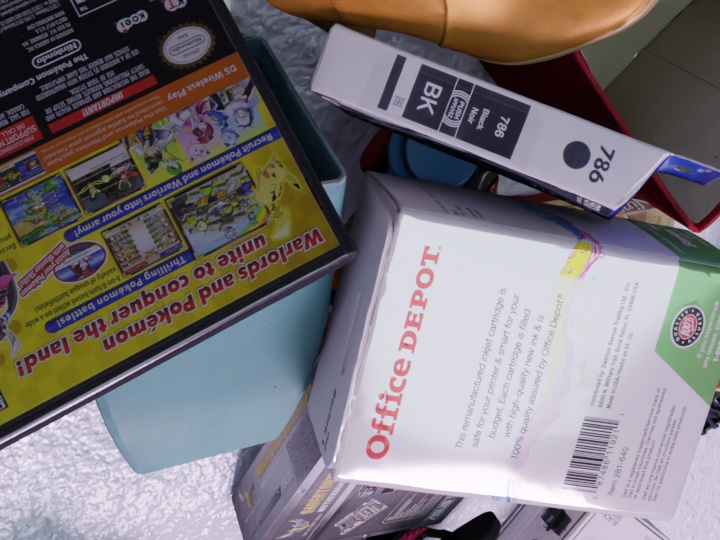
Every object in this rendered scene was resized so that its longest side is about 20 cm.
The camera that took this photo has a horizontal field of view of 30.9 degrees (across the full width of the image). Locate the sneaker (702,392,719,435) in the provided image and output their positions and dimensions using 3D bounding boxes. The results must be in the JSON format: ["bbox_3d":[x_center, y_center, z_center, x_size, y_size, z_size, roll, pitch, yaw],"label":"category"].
[{"bbox_3d":[0.273,0.110,0.991,0.076,0.146,0.204,25,103,-39],"label":"sneaker"}]

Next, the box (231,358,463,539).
[{"bbox_3d":[0.020,0.113,0.847,0.157,0.049,0.201,-4,146,-28],"label":"box"}]

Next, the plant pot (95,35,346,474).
[{"bbox_3d":[-0.097,0.005,0.711,0.139,0.142,0.202,-13,132,-17],"label":"plant pot"}]

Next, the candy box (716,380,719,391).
[{"bbox_3d":[0.188,0.026,0.840,0.198,0.117,0.057,10,110,-30],"label":"candy box"}]

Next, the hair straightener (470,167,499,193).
[{"bbox_3d":[0.057,-0.008,0.863,0.076,0.041,0.202,-6,118,-28],"label":"hair straightener"}]

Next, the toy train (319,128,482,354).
[{"bbox_3d":[0.000,0.000,0.756,0.084,0.116,0.201,35,82,2],"label":"toy train"}]

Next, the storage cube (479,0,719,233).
[{"bbox_3d":[0.162,-0.163,0.753,0.171,0.180,0.200,-46,130,-1],"label":"storage cube"}]

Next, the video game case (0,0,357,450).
[{"bbox_3d":[-0.129,-0.040,0.571,0.198,0.026,0.182,-28,85,-13],"label":"video game case"}]

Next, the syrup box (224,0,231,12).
[{"bbox_3d":[-0.162,-0.162,0.623,0.198,0.081,0.080,-8,119,-25],"label":"syrup box"}]

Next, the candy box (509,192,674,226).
[{"bbox_3d":[0.152,0.042,0.937,0.114,0.055,0.202,-8,119,-26],"label":"candy box"}]

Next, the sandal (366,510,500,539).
[{"bbox_3d":[0.012,0.218,0.946,0.198,0.075,0.046,-24,91,-9],"label":"sandal"}]

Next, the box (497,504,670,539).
[{"bbox_3d":[0.146,0.259,1.049,0.116,0.060,0.201,36,93,-39],"label":"box"}]

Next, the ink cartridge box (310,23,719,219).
[{"bbox_3d":[0.078,-0.065,0.650,0.099,0.198,0.040,4,107,-80],"label":"ink cartridge box"}]

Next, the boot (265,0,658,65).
[{"bbox_3d":[0.028,-0.149,0.592,0.144,0.199,0.072,25,68,-61],"label":"boot"}]

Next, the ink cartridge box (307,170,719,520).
[{"bbox_3d":[0.084,0.040,0.690,0.197,0.084,0.147,9,107,-16],"label":"ink cartridge box"}]
